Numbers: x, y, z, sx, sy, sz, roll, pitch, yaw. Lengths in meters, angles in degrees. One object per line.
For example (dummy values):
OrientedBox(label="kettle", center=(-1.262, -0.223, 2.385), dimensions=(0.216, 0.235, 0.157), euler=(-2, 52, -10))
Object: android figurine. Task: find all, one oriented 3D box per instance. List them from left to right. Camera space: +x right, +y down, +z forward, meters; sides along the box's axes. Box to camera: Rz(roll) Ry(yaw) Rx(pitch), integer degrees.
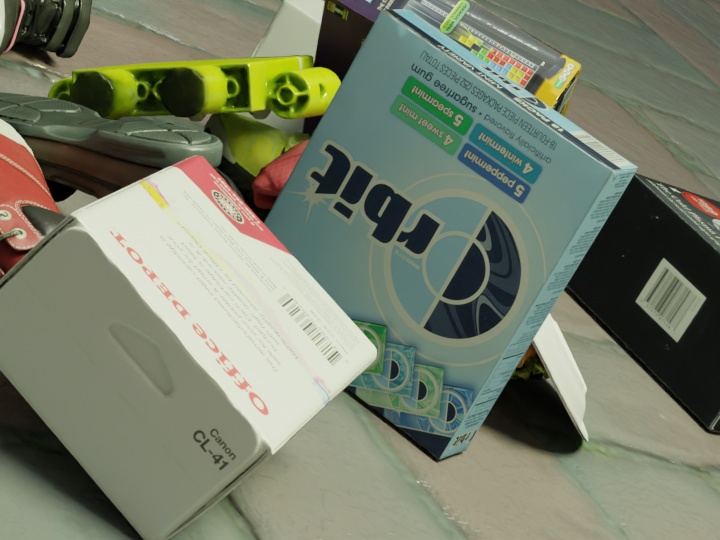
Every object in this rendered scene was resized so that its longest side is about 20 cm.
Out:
OrientedBox(label="android figurine", center=(-0.103, -0.115, 1.650), dimensions=(0.182, 0.041, 0.200), euler=(-1, 5, 18))

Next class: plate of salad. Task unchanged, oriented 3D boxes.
OrientedBox(label="plate of salad", center=(0.091, 0.022, 1.628), dimensions=(0.200, 0.048, 0.200), euler=(62, 4, -9))

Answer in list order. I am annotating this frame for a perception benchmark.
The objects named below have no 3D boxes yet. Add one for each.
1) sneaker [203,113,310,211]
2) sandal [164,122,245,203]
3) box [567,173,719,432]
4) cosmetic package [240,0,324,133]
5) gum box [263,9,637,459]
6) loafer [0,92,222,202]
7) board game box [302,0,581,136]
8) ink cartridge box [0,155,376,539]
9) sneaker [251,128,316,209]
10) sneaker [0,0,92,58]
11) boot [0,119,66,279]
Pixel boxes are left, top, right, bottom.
OrientedBox(label="sneaker", center=(-0.011, -0.060, 1.735), dimensions=(0.200, 0.076, 0.075), euler=(29, 19, 0))
OrientedBox(label="sandal", center=(-0.098, -0.029, 1.520), dimensions=(0.048, 0.075, 0.200), euler=(45, 9, -28))
OrientedBox(label="box", center=(0.285, 0.036, 1.905), dimensions=(0.182, 0.104, 0.200), euler=(16, 22, -42))
OrientedBox(label="cosmetic package", center=(0.013, -0.105, 1.862), dimensions=(0.200, 0.102, 0.074), euler=(35, 17, 9))
OrientedBox(label="gum box", center=(0.037, -0.022, 1.492), dimensions=(0.170, 0.200, 0.045), euler=(36, 18, 19))
OrientedBox(label="loafer", center=(-0.167, -0.060, 1.480), dimensions=(0.200, 0.063, 0.072), euler=(13, 16, 35))
OrientedBox(label="board game box", center=(0.049, -0.109, 1.717), dimensions=(0.165, 0.057, 0.200), euler=(30, -26, 9))
OrientedBox(label="ink cartridge box", center=(-0.088, 0.033, 1.273), dimensions=(0.148, 0.086, 0.200), euler=(49, 19, 2))
OrientedBox(label="sneaker", center=(0.000, 0.000, 1.626), dimensions=(0.200, 0.087, 0.074), euler=(57, -16, 26))
OrientedBox(label="sneaker", center=(-0.221, -0.173, 1.710), dimensions=(0.099, 0.071, 0.200), euler=(20, 16, -19))
OrientedBox(label="boot", center=(-0.230, -0.045, 1.347), dimensions=(0.200, 0.072, 0.144), euler=(20, 21, -42))
